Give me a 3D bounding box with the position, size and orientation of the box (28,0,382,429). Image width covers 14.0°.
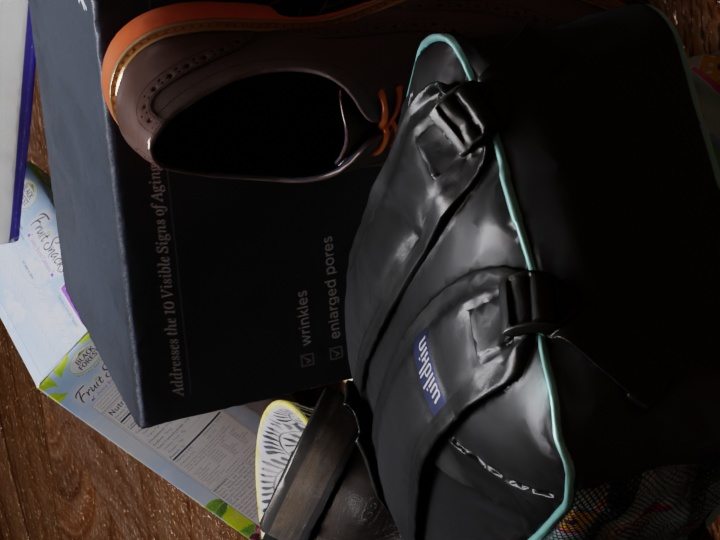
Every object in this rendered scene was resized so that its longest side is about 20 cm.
[{"bbox_3d":[-0.020,-0.068,1.158,0.124,0.196,0.201,-129,30,-55],"label":"box"}]

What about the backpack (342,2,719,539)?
[{"bbox_3d":[0.074,0.024,0.994,0.200,0.152,0.177,122,135,-55],"label":"backpack"}]

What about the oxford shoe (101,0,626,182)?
[{"bbox_3d":[0.011,-0.059,1.047,0.073,0.199,0.072,-114,19,-59],"label":"oxford shoe"}]

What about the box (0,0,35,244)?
[{"bbox_3d":[-0.226,-0.136,1.571,0.200,0.104,0.185,-102,18,-64],"label":"box"}]

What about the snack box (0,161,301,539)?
[{"bbox_3d":[-0.112,0.050,1.612,0.200,0.068,0.169,38,-171,-36],"label":"snack box"}]

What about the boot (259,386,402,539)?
[{"bbox_3d":[0.036,0.146,1.194,0.069,0.173,0.200,-63,-3,-46],"label":"boot"}]

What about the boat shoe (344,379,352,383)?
[{"bbox_3d":[0.000,0.000,1.392,0.200,0.074,0.067,-143,55,-63],"label":"boat shoe"}]

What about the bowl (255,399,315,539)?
[{"bbox_3d":[0.027,0.148,1.358,0.201,0.094,0.202,167,90,-74],"label":"bowl"}]
